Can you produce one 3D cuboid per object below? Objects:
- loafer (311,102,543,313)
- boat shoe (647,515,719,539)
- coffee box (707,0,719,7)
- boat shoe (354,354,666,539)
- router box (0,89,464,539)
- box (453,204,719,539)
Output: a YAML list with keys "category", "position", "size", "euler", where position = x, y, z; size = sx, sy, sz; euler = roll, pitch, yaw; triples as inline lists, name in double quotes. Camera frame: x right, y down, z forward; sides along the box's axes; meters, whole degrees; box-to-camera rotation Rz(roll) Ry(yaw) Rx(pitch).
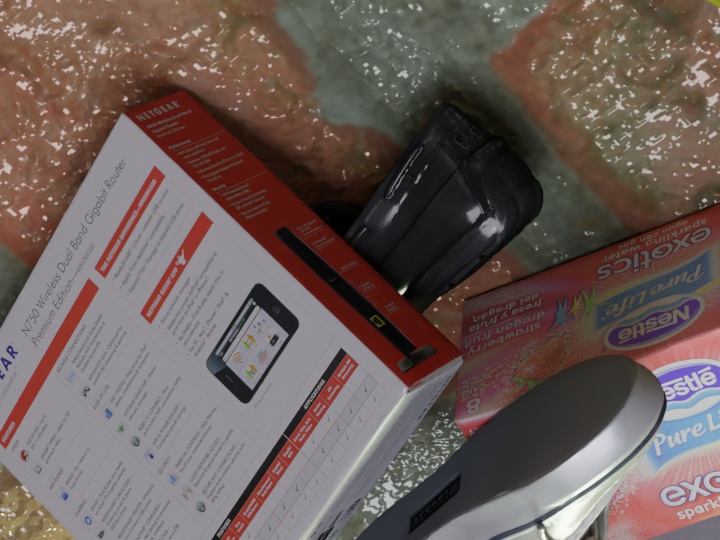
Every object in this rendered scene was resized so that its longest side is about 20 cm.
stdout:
- category: "loafer"
  position: [0.000, 0.000, 1.143]
  size: [0.070, 0.068, 0.201]
  euler: [51, 125, 5]
- category: "boat shoe"
  position: [0.146, 0.118, 1.218]
  size: [0.199, 0.069, 0.057]
  euler: [-13, 156, 13]
- category: "coffee box"
  position: [0.146, -0.230, 0.869]
  size: [0.197, 0.200, 0.200]
  euler: [27, 125, -14]
- category: "boat shoe"
  position: [0.077, 0.117, 1.092]
  size: [0.086, 0.075, 0.202]
  euler: [37, 123, -17]
- category: "router box"
  position: [-0.074, 0.052, 1.136]
  size: [0.179, 0.049, 0.200]
  euler: [44, 125, 14]
- category: "box"
  position: [0.152, 0.043, 1.135]
  size: [0.199, 0.095, 0.103]
  euler: [-21, 120, 19]
